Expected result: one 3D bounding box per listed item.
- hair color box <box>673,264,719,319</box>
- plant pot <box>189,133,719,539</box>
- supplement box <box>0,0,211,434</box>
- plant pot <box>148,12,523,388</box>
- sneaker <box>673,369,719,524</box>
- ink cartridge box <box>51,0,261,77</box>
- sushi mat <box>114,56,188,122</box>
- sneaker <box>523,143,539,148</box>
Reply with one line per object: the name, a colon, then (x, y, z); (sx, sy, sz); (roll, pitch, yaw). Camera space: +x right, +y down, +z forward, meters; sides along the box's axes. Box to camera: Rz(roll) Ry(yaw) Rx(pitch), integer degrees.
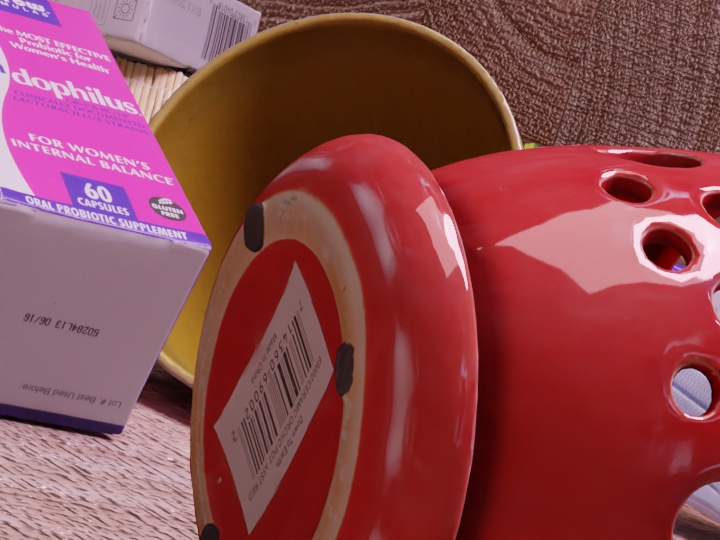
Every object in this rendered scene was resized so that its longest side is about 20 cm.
hair color box: (0.083, 0.031, 1.496); (0.200, 0.109, 0.065); (15, 7, -24)
plant pot: (0.053, 0.055, 0.923); (0.182, 0.201, 0.200); (5, 12, -26)
supplement box: (-0.153, -0.034, 1.219); (0.101, 0.103, 0.200); (13, 27, -31)
plant pot: (0.000, 0.000, 1.342); (0.200, 0.200, 0.142); (21, -16, 28)
sneaker: (0.194, 0.100, 1.387); (0.071, 0.073, 0.200); (28, 15, -45)
ink cartridge box: (-0.167, -0.144, 1.539); (0.200, 0.050, 0.109); (10, -6, 29)
sushi mat: (-0.147, -0.043, 1.419); (0.096, 0.012, 0.200); (13, 45, -4)
sneaker: (0.195, -0.081, 2.768); (0.083, 0.074, 0.200); (15, 6, 16)
